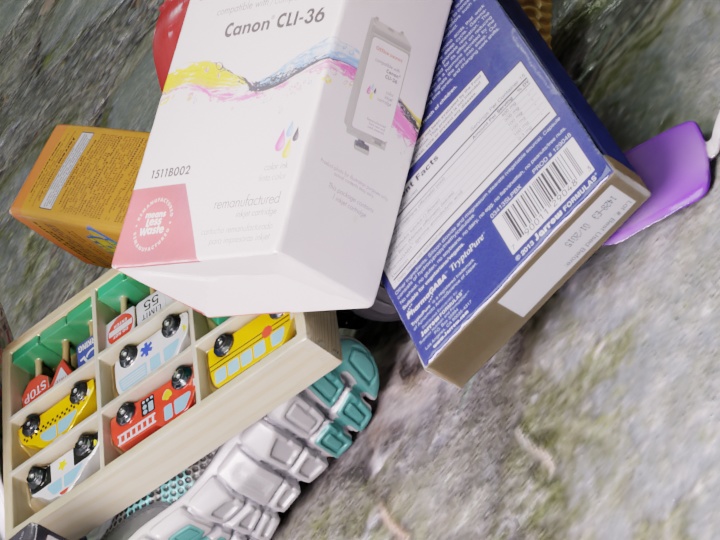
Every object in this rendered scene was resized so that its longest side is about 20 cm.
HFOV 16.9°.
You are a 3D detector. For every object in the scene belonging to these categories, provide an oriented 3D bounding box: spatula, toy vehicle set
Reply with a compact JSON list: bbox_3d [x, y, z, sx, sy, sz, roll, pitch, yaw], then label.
[{"bbox_3d":[0.165,-0.078,1.007,0.200,0.021,0.057,-44,28,29],"label":"spatula"},{"bbox_3d":[-0.096,0.041,1.177,0.200,0.027,0.124,-35,42,25],"label":"toy vehicle set"}]

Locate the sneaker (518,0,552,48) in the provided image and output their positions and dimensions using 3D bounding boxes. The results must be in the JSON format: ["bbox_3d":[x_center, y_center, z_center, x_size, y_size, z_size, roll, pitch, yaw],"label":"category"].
[{"bbox_3d":[0.055,-0.074,1.215,0.090,0.075,0.200,111,173,-49],"label":"sneaker"}]

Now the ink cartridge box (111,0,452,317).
[{"bbox_3d":[-0.031,-0.084,1.111,0.116,0.067,0.200,-5,64,45],"label":"ink cartridge box"}]

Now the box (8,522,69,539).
[{"bbox_3d":[-0.168,0.226,1.155,0.200,0.122,0.106,-39,28,40],"label":"box"}]

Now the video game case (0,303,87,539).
[{"bbox_3d":[-0.180,0.103,1.269,0.018,0.200,0.143,-18,7,3],"label":"video game case"}]

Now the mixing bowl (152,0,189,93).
[{"bbox_3d":[-0.047,-0.142,1.413,0.200,0.108,0.200,-40,5,4],"label":"mixing bowl"}]

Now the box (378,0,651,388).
[{"bbox_3d":[0.043,-0.056,1.093,0.121,0.032,0.200,-47,42,18],"label":"box"}]

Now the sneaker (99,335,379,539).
[{"bbox_3d":[-0.079,0.096,1.196,0.200,0.078,0.091,-47,47,2],"label":"sneaker"}]

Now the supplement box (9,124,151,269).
[{"bbox_3d":[-0.127,-0.037,1.369,0.200,0.067,0.069,7,65,61],"label":"supplement box"}]

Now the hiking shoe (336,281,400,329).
[{"bbox_3d":[0.000,0.000,1.230,0.101,0.076,0.200,-62,9,16],"label":"hiking shoe"}]
